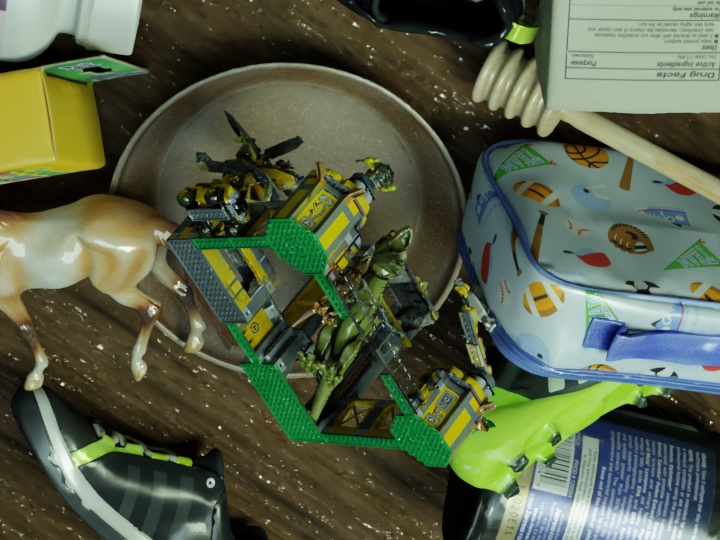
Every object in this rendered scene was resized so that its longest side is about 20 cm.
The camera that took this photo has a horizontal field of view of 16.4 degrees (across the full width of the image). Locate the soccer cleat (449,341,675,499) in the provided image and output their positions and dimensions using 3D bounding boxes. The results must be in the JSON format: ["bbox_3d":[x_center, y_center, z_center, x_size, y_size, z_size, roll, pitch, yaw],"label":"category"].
[{"bbox_3d":[0.119,0.050,1.385,0.199,0.081,0.068,-29,153,-29],"label":"soccer cleat"}]

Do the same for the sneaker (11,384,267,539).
[{"bbox_3d":[-0.123,0.124,1.468,0.083,0.072,0.200,-42,116,-4],"label":"sneaker"}]

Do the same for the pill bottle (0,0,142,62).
[{"bbox_3d":[-0.206,-0.167,1.259,0.199,0.113,0.113,10,121,-5],"label":"pill bottle"}]

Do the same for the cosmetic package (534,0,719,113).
[{"bbox_3d":[0.143,-0.187,1.260,0.103,0.087,0.201,1,120,-2],"label":"cosmetic package"}]

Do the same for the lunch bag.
[{"bbox_3d":[0.149,0.004,1.322,0.199,0.161,0.076,5,124,-19],"label":"lunch bag"}]

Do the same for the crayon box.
[{"bbox_3d":[-0.214,-0.069,1.307,0.199,0.126,0.052,-10,90,6],"label":"crayon box"}]

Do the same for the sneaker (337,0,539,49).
[{"bbox_3d":[0.002,-0.169,1.273,0.199,0.083,0.072,19,119,-11],"label":"sneaker"}]

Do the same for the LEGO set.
[{"bbox_3d":[0.000,0.000,1.306,0.153,0.116,0.200,-10,123,51],"label":"LEGO set"}]

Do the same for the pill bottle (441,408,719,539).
[{"bbox_3d":[0.156,0.138,1.444,0.199,0.112,0.112,14,121,-8],"label":"pill bottle"}]

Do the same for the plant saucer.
[{"bbox_3d":[-0.040,-0.033,1.385,0.199,0.037,0.201,0,122,0],"label":"plant saucer"}]

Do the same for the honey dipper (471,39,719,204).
[{"bbox_3d":[0.153,-0.061,1.325,0.199,0.038,0.038,29,120,8],"label":"honey dipper"}]

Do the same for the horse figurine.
[{"bbox_3d":[-0.158,0.004,1.361,0.199,0.050,0.133,-4,127,8],"label":"horse figurine"}]
